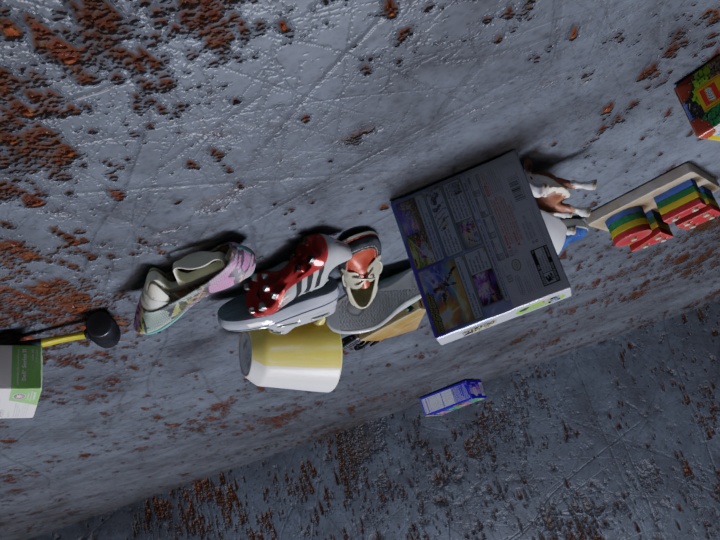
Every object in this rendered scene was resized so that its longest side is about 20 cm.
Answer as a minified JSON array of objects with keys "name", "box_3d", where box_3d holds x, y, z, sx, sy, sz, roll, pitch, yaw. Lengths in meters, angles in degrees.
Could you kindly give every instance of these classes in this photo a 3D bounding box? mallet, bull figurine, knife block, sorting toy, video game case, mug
[{"name":"mallet","box_3d":[-0.435,0.095,1.115,0.197,0.042,0.066,-9,160,-17]},{"name":"bull figurine","box_3d":[0.265,-0.099,1.159,0.119,0.066,0.200,10,168,0]},{"name":"knife block","box_3d":[0.025,0.093,1.521,0.173,0.065,0.200,-16,163,-10]},{"name":"sorting toy","box_3d":[0.537,-0.100,1.449,0.198,0.070,0.199,-30,160,32]},{"name":"video game case","box_3d":[0.153,-0.029,1.047,0.179,0.203,0.045,-21,159,10]},{"name":"mug","box_3d":[-0.126,0.120,1.390,0.151,0.190,0.149,0,-170,-24]}]

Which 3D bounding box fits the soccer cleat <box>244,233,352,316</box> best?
[{"name":"soccer cleat","box_3d":[-0.093,0.012,1.155,0.084,0.069,0.200,5,147,-43]}]

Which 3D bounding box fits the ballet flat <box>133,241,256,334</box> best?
[{"name":"ballet flat","box_3d":[-0.229,0.014,1.042,0.198,0.070,0.071,-27,143,14]}]

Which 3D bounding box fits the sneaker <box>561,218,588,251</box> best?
[{"name":"sneaker","box_3d":[0.322,-0.017,1.411,0.197,0.113,0.077,-13,162,-17]}]

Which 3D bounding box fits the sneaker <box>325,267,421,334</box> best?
[{"name":"sneaker","box_3d":[0.026,0.062,1.375,0.198,0.075,0.118,-23,172,-16]}]

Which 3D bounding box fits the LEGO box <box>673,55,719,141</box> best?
[{"name":"LEGO box","box_3d":[0.520,-0.231,1.019,0.198,0.078,0.149,-3,157,-41]}]

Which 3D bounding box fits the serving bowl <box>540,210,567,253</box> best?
[{"name":"serving bowl","box_3d":[0.199,-0.036,1.177,0.197,0.067,0.200,7,166,2]}]

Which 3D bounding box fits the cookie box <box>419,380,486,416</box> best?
[{"name":"cookie box","box_3d":[0.344,0.474,2.988,0.198,0.076,0.171,-25,162,24]}]

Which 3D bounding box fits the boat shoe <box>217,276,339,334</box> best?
[{"name":"boat shoe","box_3d":[-0.122,0.069,1.252,0.197,0.074,0.068,-13,128,-17]}]

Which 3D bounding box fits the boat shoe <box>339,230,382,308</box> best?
[{"name":"boat shoe","box_3d":[0.000,0.000,1.219,0.070,0.063,0.200,-14,161,-8]}]

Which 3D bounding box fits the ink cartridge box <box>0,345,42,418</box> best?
[{"name":"ink cartridge box","box_3d":[-0.536,0.149,1.075,0.197,0.068,0.117,4,150,-27]}]
